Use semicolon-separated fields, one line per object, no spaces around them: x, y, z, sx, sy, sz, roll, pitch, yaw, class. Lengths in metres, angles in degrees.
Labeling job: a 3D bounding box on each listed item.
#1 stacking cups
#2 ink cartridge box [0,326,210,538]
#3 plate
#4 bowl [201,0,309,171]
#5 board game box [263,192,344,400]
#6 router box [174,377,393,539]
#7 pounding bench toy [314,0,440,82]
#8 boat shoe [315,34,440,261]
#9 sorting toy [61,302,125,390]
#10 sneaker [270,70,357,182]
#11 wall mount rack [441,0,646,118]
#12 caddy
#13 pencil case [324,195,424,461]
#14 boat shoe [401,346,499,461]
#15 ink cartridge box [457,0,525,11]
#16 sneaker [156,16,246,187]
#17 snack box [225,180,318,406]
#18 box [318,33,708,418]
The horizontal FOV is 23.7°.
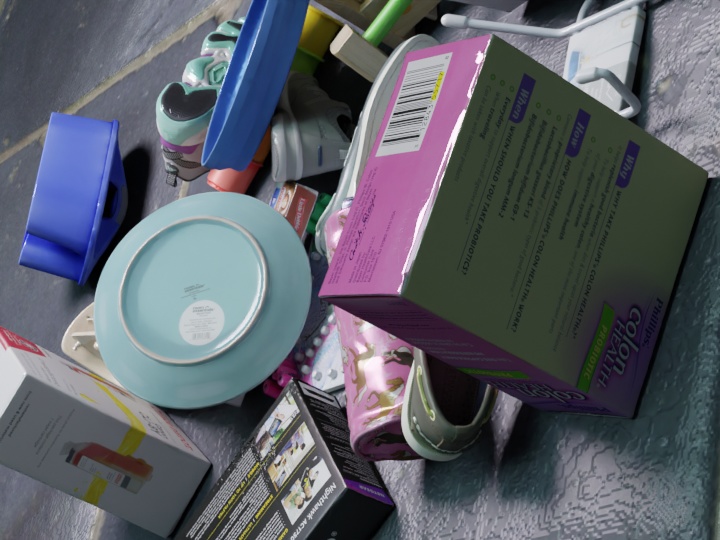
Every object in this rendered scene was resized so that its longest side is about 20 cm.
-0.088;-0.164;1.662;0.200;0.060;0.060;-62;29;3;stacking cups
-0.251;0.142;1.525;0.084;0.200;0.145;-58;29;1;ink cartridge box
-0.139;0.020;1.458;0.200;0.026;0.201;-6;65;14;plate
-0.093;-0.182;1.544;0.201;0.039;0.201;-161;90;-80;bowl
0.000;0.000;1.420;0.200;0.026;0.200;-22;48;49;board game box
-0.071;0.206;1.334;0.200;0.051;0.149;-54;32;15;router box
0.043;-0.275;1.478;0.156;0.124;0.200;-39;37;35;pounding bench toy
0.013;-0.096;1.381;0.062;0.073;0.200;8;78;55;boat shoe
-0.168;0.027;1.602;0.180;0.107;0.200;-58;20;-16;sorting toy
-0.040;-0.126;1.558;0.200;0.082;0.075;-94;5;-64;sneaker
0.134;-0.151;1.264;0.174;0.075;0.200;-20;45;42;wall mount rack
-0.311;-0.081;1.905;0.141;0.105;0.200;119;160;-53;caddy
0.023;0.043;1.262;0.087;0.083;0.200;86;178;-61;pencil case
0.069;0.028;1.184;0.060;0.072;0.202;129;148;-66;boat shoe
0.121;-0.323;1.353;0.145;0.083;0.201;156;122;-68;ink cartridge box
-0.142;-0.162;1.736;0.200;0.078;0.140;-46;-22;-36;sneaker
-0.089;0.018;1.514;0.200;0.024;0.072;-70;17;1;snack box
0.101;-0.024;1.100;0.097;0.200;0.176;-3;64;57;box
